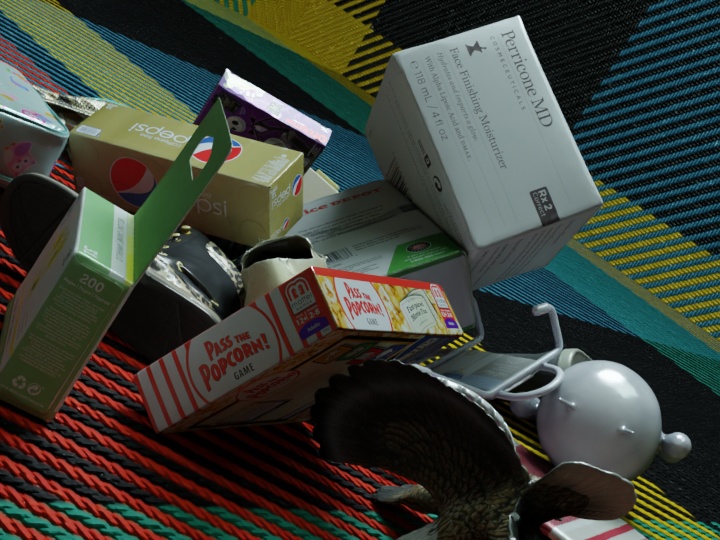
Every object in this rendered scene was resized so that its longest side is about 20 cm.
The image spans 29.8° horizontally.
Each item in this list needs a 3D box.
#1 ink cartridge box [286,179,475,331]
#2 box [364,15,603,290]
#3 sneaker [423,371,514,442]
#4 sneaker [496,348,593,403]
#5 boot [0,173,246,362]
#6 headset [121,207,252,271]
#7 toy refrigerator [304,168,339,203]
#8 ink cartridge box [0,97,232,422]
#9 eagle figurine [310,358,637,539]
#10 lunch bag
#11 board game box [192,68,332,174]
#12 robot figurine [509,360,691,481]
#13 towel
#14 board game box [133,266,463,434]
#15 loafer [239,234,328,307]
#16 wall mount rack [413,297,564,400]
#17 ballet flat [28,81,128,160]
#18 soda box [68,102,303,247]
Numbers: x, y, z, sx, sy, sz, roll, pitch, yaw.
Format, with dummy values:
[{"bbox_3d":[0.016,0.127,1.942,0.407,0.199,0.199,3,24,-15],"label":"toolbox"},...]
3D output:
[{"bbox_3d":[0.000,0.000,1.258,0.146,0.083,0.200,-18,27,-12],"label":"ink cartridge box"},{"bbox_3d":[0.109,-0.099,1.281,0.200,0.131,0.199,115,-47,-73],"label":"box"},{"bbox_3d":[0.035,0.109,1.106,0.200,0.081,0.088,29,4,-6],"label":"sneaker"},{"bbox_3d":[0.207,0.131,1.458,0.106,0.075,0.200,2,-25,28],"label":"sneaker"},{"bbox_3d":[-0.173,-0.006,1.044,0.200,0.073,0.151,36,13,1],"label":"boot"},{"bbox_3d":[-0.141,-0.050,1.236,0.123,0.094,0.200,26,24,8],"label":"headset"},{"bbox_3d":[-0.028,-0.055,1.567,0.200,0.070,0.076,41,0,30],"label":"toy refrigerator"},{"bbox_3d":[-0.155,-0.021,0.837,0.048,0.200,0.146,30,12,-18],"label":"ink cartridge box"},{"bbox_3d":[0.066,0.149,0.891,0.151,0.152,0.200,1,31,-28],"label":"eagle figurine"},{"bbox_3d":[-0.341,-0.140,1.166,0.160,0.077,0.200,24,14,-37],"label":"lunch bag"},{"bbox_3d":[-0.123,-0.106,1.353,0.120,0.200,0.032,32,51,-8],"label":"board game box"},{"bbox_3d":[0.225,0.146,1.270,0.169,0.113,0.200,11,-9,14],"label":"robot figurine"},{"bbox_3d":[0.169,0.207,1.163,0.200,0.023,0.144,36,13,25],"label":"towel"},{"bbox_3d":[-0.036,0.058,0.934,0.200,0.151,0.046,8,54,-64],"label":"board game box"},{"bbox_3d":[-0.057,0.005,1.072,0.076,0.068,0.200,-12,11,-1],"label":"loafer"},{"bbox_3d":[0.084,0.079,1.255,0.174,0.075,0.200,-26,18,-32],"label":"wall mount rack"},{"bbox_3d":[-0.305,-0.144,1.344,0.200,0.068,0.075,16,40,-37],"label":"ballet flat"},{"bbox_3d":[-0.150,-0.082,1.172,0.200,0.068,0.064,17,38,20],"label":"soda box"}]
